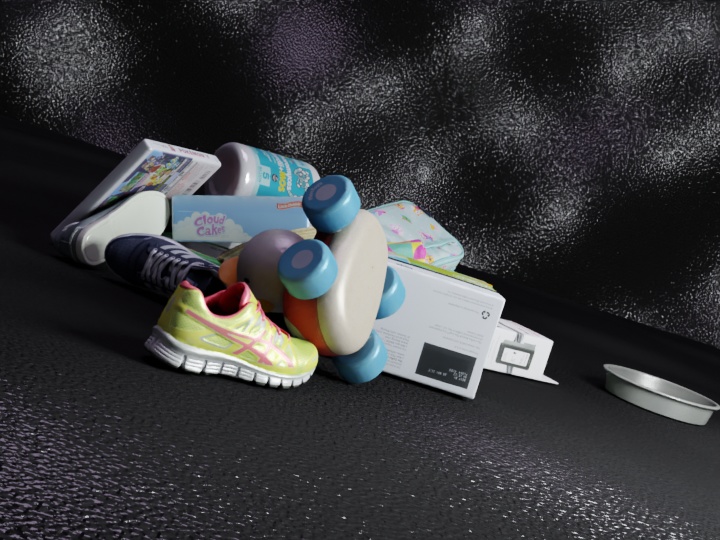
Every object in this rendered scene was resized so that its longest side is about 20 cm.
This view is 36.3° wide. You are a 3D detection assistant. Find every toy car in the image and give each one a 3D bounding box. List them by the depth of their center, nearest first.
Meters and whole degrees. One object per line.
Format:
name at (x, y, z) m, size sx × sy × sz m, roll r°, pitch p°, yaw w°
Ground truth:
toy car at (-0.078, 0.015, 1.240) m, size 0.198 × 0.178 × 0.185 m, roll -3°, pitch -41°, yaw 26°

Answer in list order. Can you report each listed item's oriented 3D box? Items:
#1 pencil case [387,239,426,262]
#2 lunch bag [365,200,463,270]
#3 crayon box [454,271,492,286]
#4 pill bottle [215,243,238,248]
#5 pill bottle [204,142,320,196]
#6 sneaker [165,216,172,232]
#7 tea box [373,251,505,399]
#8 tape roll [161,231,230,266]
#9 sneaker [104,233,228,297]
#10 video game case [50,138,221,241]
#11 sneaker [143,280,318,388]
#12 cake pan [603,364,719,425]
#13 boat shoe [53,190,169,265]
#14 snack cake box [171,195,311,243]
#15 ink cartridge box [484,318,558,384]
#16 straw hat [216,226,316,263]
pencil case at (0.000, 0.000, 1.559) m, size 0.198 × 0.089 × 0.088 m, roll -2°, pitch 8°, yaw -4°
lunch bag at (0.081, -0.040, 1.852) m, size 0.160 × 0.077 × 0.199 m, roll 41°, pitch 30°, yaw 20°
crayon box at (0.138, 0.053, 1.884) m, size 0.118 × 0.059 × 0.200 m, roll 20°, pitch 19°, yaw 19°
pill bottle at (-0.201, -0.061, 1.817) m, size 0.113 × 0.115 × 0.200 m, roll 20°, pitch 6°, yaw 22°
pill bottle at (-0.137, -0.127, 1.725) m, size 0.199 × 0.112 × 0.110 m, roll 11°, pitch 9°, yaw -42°
sneaker at (-0.374, -0.094, 1.866) m, size 0.111 × 0.074 × 0.199 m, roll 9°, pitch 2°, yaw -37°
tea box at (0.063, 0.058, 1.424) m, size 0.198 × 0.135 × 0.197 m, roll 17°, pitch 5°, yaw -4°
tape roll at (-0.211, -0.003, 1.582) m, size 0.198 × 0.049 × 0.200 m, roll 18°, pitch 6°, yaw -2°
sneaker at (-0.227, 0.007, 1.334) m, size 0.198 × 0.071 × 0.109 m, roll 21°, pitch 4°, yaw 2°
video game case at (-0.312, -0.101, 1.543) m, size 0.023 × 0.200 × 0.182 m, roll 54°, pitch 18°, yaw 16°
sneaker at (-0.113, 0.060, 1.089) m, size 0.199 × 0.091 × 0.078 m, roll 14°, pitch 5°, yaw -45°
cake pan at (0.494, 0.207, 1.828) m, size 0.198 × 0.037 × 0.200 m, roll 18°, pitch 6°, yaw -2°
boat shoe at (-0.330, -0.062, 1.475) m, size 0.061 × 0.074 × 0.200 m, roll 6°, pitch 23°, yaw 26°
snack cake box at (-0.157, -0.073, 1.569) m, size 0.198 × 0.068 × 0.115 m, roll 1°, pitch 5°, yaw 11°
ink cartridge box at (0.211, 0.112, 1.692) m, size 0.198 × 0.068 × 0.116 m, roll 15°, pitch 7°, yaw -31°
straw hat at (-0.083, 0.008, 1.411) m, size 0.199 × 0.086 × 0.201 m, roll -12°, pitch -8°, yaw -2°
